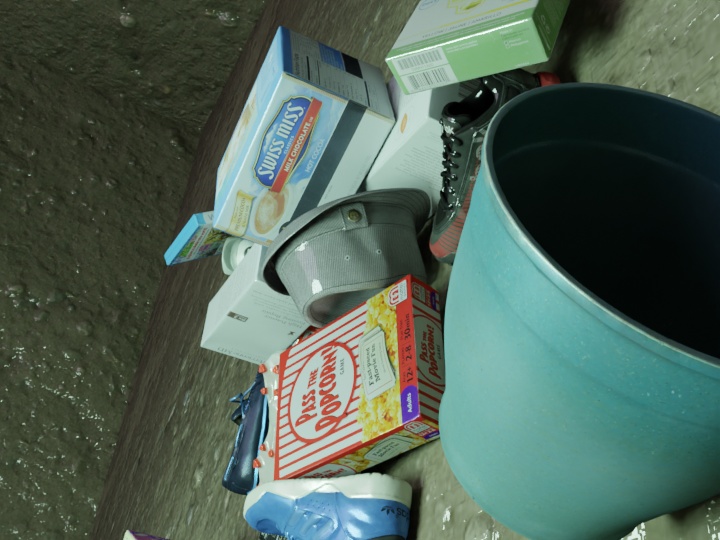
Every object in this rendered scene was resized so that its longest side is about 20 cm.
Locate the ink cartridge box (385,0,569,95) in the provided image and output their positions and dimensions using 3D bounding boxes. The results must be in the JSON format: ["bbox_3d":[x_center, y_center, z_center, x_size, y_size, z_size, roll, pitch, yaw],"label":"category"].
[{"bbox_3d":[0.123,-0.248,0.749,0.144,0.048,0.201,-6,44,37],"label":"ink cartridge box"}]

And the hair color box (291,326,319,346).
[{"bbox_3d":[-0.030,0.002,1.062,0.202,0.063,0.111,-64,20,13],"label":"hair color box"}]

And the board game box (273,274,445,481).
[{"bbox_3d":[-0.004,0.117,0.805,0.199,0.046,0.153,-33,43,34],"label":"board game box"}]

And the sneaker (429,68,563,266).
[{"bbox_3d":[0.102,-0.100,0.752,0.202,0.097,0.071,-63,22,22],"label":"sneaker"}]

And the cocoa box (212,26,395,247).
[{"bbox_3d":[-0.069,-0.137,0.905,0.201,0.130,0.134,-59,23,30],"label":"cocoa box"}]

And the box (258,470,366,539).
[{"bbox_3d":[-0.046,0.224,0.913,0.160,0.043,0.202,-9,63,68],"label":"box"}]

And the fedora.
[{"bbox_3d":[0.000,0.000,0.860,0.091,0.198,0.177,66,149,27],"label":"fedora"}]

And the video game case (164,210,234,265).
[{"bbox_3d":[-0.145,-0.057,1.075,0.143,0.198,0.018,-35,73,56],"label":"video game case"}]

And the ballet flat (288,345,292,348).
[{"bbox_3d":[-0.082,0.046,1.200,0.067,0.046,0.202,-19,55,37],"label":"ballet flat"}]

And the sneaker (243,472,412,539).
[{"bbox_3d":[-0.042,0.257,0.759,0.198,0.077,0.112,-15,52,34],"label":"sneaker"}]

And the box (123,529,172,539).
[{"bbox_3d":[-0.189,0.380,0.946,0.200,0.174,0.098,-20,53,66],"label":"box"}]

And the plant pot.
[{"bbox_3d":[0.130,0.039,0.425,0.201,0.198,0.189,-92,14,-48],"label":"plant pot"}]

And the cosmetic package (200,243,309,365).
[{"bbox_3d":[-0.118,0.042,1.016,0.200,0.101,0.075,-47,30,49],"label":"cosmetic package"}]

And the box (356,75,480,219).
[{"bbox_3d":[0.069,-0.146,0.887,0.200,0.097,0.126,-38,37,56],"label":"box"}]

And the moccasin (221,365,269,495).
[{"bbox_3d":[-0.153,0.208,1.142,0.081,0.067,0.202,64,-149,-55],"label":"moccasin"}]

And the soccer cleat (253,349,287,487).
[{"bbox_3d":[-0.087,0.200,1.032,0.069,0.077,0.203,5,94,45],"label":"soccer cleat"}]

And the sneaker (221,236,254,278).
[{"bbox_3d":[-0.109,-0.002,1.107,0.200,0.087,0.075,17,-105,-76],"label":"sneaker"}]
